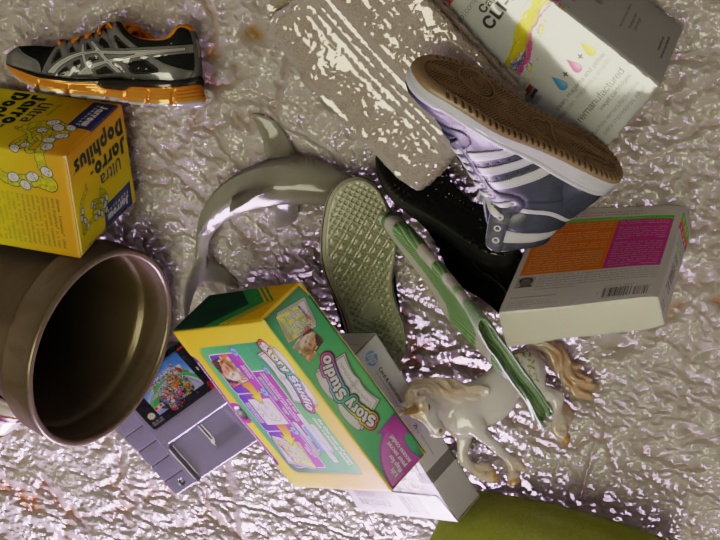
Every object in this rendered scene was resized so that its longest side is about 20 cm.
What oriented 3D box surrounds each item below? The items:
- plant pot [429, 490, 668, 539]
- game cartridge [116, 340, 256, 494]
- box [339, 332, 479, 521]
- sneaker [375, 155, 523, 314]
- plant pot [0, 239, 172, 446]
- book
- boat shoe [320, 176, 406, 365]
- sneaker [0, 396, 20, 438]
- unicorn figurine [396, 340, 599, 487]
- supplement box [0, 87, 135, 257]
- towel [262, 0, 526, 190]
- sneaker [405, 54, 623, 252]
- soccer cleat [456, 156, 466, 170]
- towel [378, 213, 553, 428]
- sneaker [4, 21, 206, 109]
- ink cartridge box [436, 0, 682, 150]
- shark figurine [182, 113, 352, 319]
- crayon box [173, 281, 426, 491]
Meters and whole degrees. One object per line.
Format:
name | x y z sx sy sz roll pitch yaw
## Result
plant pot | 0.167 0.297 1.709 0.200 0.187 0.187 26 121 20
game cartridge | -0.158 0.132 1.797 0.200 0.038 0.130 -36 105 28
box | 0.006 0.148 1.697 0.156 0.041 0.200 -4 126 52
sneaker | 0.089 -0.029 1.615 0.200 0.060 0.104 40 159 25
plant pot | -0.311 0.047 1.723 0.173 0.200 0.200 21 122 28
book | 0.204 -0.001 1.519 0.133 0.200 0.048 -7 111 21
boat shoe | 0.000 0.000 1.656 0.075 0.062 0.200 -17 121 -9
sneaker | -0.428 0.092 1.845 0.200 0.075 0.090 43 112 -13
unicorn figurine | 0.119 0.129 1.645 0.137 0.200 0.074 57 150 -12
supplement box | -0.329 -0.098 1.675 0.200 0.109 0.110 9 125 20
towel | 0.023 -0.171 1.425 0.200 0.034 0.133 46 124 -7
sneaker | 0.097 -0.085 1.396 0.200 0.070 0.109 26 127 -25
soccer cleat | 0.088 -0.139 1.576 0.200 0.068 0.073 39 97 1
towel | 0.091 0.039 1.564 0.023 0.200 0.153 -37 129 0
sneaker | -0.232 -0.194 1.643 0.200 0.078 0.077 7 96 15
ink cartridge box | 0.139 -0.189 1.480 0.200 0.145 0.145 38 122 -2
shark figurine | -0.112 -0.053 1.661 0.214 0.090 0.128 -33 101 26
crayon box | -0.057 0.108 1.623 0.200 0.058 0.172 54 150 -17
